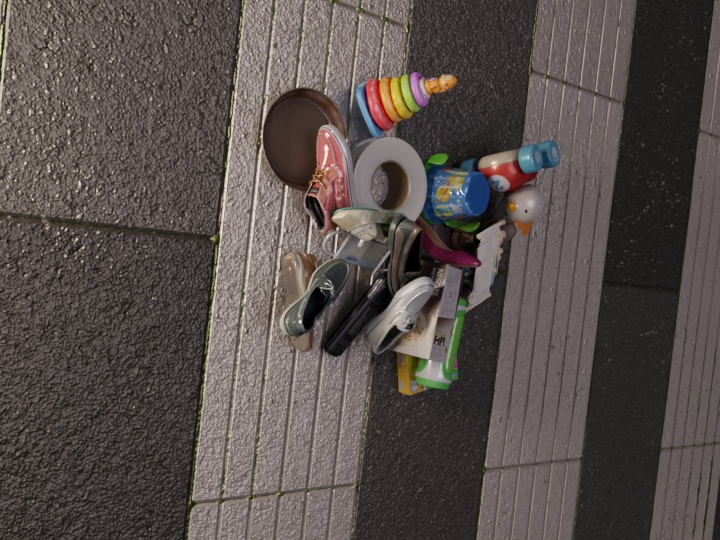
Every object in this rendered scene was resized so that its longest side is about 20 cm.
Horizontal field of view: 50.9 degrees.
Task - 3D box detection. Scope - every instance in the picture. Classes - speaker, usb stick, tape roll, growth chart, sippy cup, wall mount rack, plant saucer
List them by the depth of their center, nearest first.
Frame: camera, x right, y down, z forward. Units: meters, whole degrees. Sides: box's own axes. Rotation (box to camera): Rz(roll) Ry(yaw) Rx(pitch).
[{"bbox_3d":[-0.113,-0.257,1.490,0.199,0.032,0.202,-5,99,-36],"label":"plant saucer"},{"bbox_3d":[-0.002,0.094,1.569,0.200,0.033,0.055,-52,140,4],"label":"usb stick"},{"bbox_3d":[0.000,0.000,1.581,0.199,0.075,0.174,17,118,-36],"label":"wall mount rack"},{"bbox_3d":[0.043,-0.177,1.590,0.201,0.071,0.204,-5,98,-37],"label":"tape roll"},{"bbox_3d":[0.208,-0.168,1.665,0.177,0.130,0.141,15,82,-45],"label":"sippy cup"},{"bbox_3d":[0.177,0.156,1.666,0.088,0.088,0.201,15,86,-37],"label":"speaker"},{"bbox_3d":[0.287,-0.012,1.727,0.144,0.018,0.201,-18,121,-53],"label":"growth chart"}]

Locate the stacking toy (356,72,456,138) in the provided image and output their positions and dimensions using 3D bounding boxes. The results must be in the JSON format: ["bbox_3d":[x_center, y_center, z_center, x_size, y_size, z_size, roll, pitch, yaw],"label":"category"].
[{"bbox_3d":[0.099,-0.355,1.525,0.110,0.199,0.116,66,26,-19],"label":"stacking toy"}]

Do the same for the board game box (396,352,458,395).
[{"bbox_3d":[0.149,0.166,1.724,0.152,0.040,0.201,-12,102,-35],"label":"board game box"}]

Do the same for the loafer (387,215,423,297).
[{"bbox_3d":[0.094,-0.014,1.508,0.072,0.063,0.201,-43,141,-37],"label":"loafer"}]

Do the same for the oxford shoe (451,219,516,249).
[{"bbox_3d":[0.311,-0.080,1.797,0.199,0.073,0.072,-14,103,-35],"label":"oxford shoe"}]

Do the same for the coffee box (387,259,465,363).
[{"bbox_3d":[0.139,0.083,1.602,0.080,0.114,0.201,17,85,-52],"label":"coffee box"}]

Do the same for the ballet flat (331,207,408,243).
[{"bbox_3d":[0.031,-0.085,1.490,0.199,0.067,0.063,0,68,-43],"label":"ballet flat"}]

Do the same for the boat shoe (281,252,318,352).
[{"bbox_3d":[-0.106,0.062,1.504,0.071,0.076,0.202,-9,102,-38],"label":"boat shoe"}]

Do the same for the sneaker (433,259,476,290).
[{"bbox_3d":[0.229,-0.003,1.745,0.200,0.089,0.079,27,83,-56],"label":"sneaker"}]

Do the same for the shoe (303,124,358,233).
[{"bbox_3d":[-0.065,-0.175,1.470,0.091,0.071,0.201,-28,116,-37],"label":"shoe"}]

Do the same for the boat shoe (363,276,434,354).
[{"bbox_3d":[0.088,0.097,1.544,0.073,0.200,0.067,10,44,-40],"label":"boat shoe"}]

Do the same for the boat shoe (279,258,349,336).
[{"bbox_3d":[-0.073,0.050,1.450,0.200,0.062,0.073,-49,117,-32],"label":"boat shoe"}]

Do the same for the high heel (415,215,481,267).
[{"bbox_3d":[0.174,-0.066,1.625,0.067,0.199,0.097,8,97,-64],"label":"high heel"}]

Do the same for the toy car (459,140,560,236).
[{"bbox_3d":[0.354,-0.174,1.720,0.176,0.184,0.201,-20,98,-50],"label":"toy car"}]
